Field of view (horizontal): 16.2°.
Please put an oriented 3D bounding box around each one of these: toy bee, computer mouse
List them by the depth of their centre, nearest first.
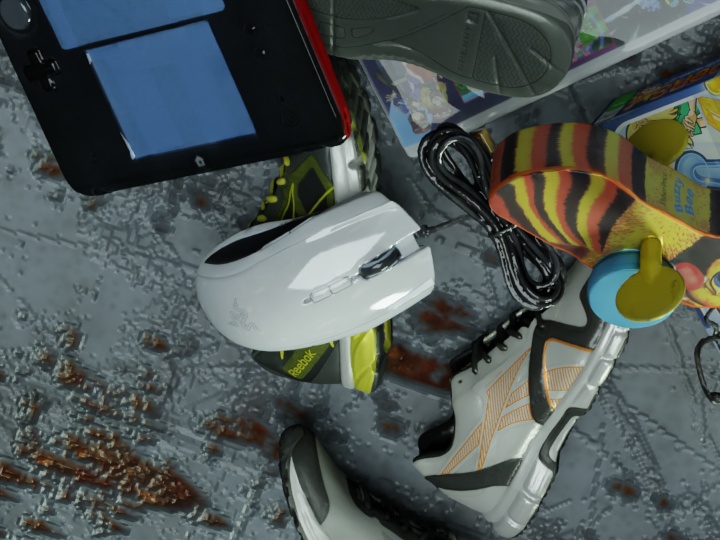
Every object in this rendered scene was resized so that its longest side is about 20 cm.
[{"bbox_3d":[0.166,-0.023,1.297,0.108,0.132,0.199,-32,146,34],"label":"toy bee"},{"bbox_3d":[0.000,0.000,1.334,0.199,0.044,0.110,-22,112,22],"label":"computer mouse"}]

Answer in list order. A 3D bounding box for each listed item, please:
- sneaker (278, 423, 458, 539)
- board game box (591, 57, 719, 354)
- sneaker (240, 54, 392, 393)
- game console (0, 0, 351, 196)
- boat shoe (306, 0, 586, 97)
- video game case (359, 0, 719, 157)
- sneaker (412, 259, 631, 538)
[{"bbox_3d":[0.020,0.162,1.454,0.079,0.074,0.201,-35,108,7],"label":"sneaker"},{"bbox_3d":[0.227,-0.020,1.351,0.135,0.034,0.201,-21,107,42],"label":"board game box"},{"bbox_3d":[-0.031,-0.024,1.388,0.084,0.075,0.201,-3,108,8],"label":"sneaker"},{"bbox_3d":[-0.112,-0.132,1.344,0.199,0.031,0.178,-9,109,37],"label":"game console"},{"bbox_3d":[0.019,-0.152,1.327,0.201,0.065,0.075,17,129,6],"label":"boat shoe"},{"bbox_3d":[0.074,-0.181,1.350,0.199,0.023,0.183,-24,104,13],"label":"video game case"},{"bbox_3d":[0.094,0.052,1.401,0.080,0.074,0.201,26,109,-1],"label":"sneaker"}]
